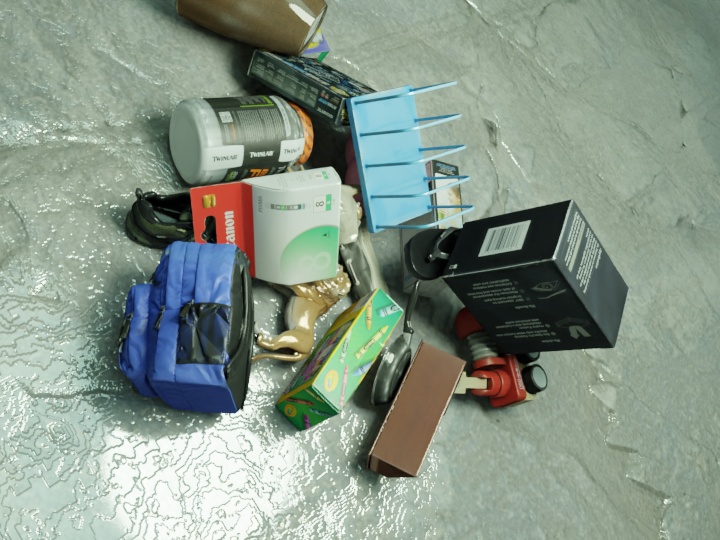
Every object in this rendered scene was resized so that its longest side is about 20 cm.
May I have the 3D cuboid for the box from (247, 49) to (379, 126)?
[{"bbox_3d":[-0.058,-0.293,1.259,0.199,0.047,0.158,33,25,26],"label":"box"}]

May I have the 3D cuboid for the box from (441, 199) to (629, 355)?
[{"bbox_3d":[0.262,0.018,1.165,0.200,0.194,0.119,48,52,-29],"label":"box"}]

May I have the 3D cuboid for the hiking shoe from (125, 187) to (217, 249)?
[{"bbox_3d":[-0.224,-0.059,1.088,0.196,0.101,0.077,12,64,-19],"label":"hiking shoe"}]

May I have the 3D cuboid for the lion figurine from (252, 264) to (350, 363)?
[{"bbox_3d":[-0.089,0.069,1.155,0.121,0.072,0.203,26,63,-19],"label":"lion figurine"}]

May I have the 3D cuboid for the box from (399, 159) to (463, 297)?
[{"bbox_3d":[0.119,-0.071,1.326,0.059,0.116,0.204,11,65,-26],"label":"box"}]

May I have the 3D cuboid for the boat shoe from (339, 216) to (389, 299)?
[{"bbox_3d":[0.000,0.000,1.259,0.067,0.056,0.204,10,62,-70],"label":"boat shoe"}]

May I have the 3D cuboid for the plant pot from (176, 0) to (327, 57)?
[{"bbox_3d":[-0.157,-0.434,1.236,0.198,0.187,0.189,31,54,-4],"label":"plant pot"}]

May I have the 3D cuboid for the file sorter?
[{"bbox_3d":[0.082,-0.171,1.172,0.137,0.121,0.204,-22,108,-40],"label":"file sorter"}]

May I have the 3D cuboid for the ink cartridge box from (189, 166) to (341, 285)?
[{"bbox_3d":[-0.126,-0.050,1.070,0.196,0.163,0.050,-12,42,-18],"label":"ink cartridge box"}]

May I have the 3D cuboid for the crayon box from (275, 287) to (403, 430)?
[{"bbox_3d":[-0.029,0.128,1.132,0.058,0.118,0.201,42,53,-9],"label":"crayon box"}]

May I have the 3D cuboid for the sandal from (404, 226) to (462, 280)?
[{"bbox_3d":[0.148,-0.040,1.230,0.198,0.043,0.077,-17,79,-35],"label":"sandal"}]

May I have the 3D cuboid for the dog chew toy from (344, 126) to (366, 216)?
[{"bbox_3d":[0.027,-0.190,1.320,0.122,0.125,0.203,9,56,-30],"label":"dog chew toy"}]

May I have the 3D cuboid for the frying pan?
[{"bbox_3d":[0.065,0.121,1.195,0.030,0.115,0.192,21,70,19],"label":"frying pan"}]

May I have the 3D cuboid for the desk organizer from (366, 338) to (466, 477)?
[{"bbox_3d":[0.084,0.214,1.167,0.076,0.072,0.202,23,61,11],"label":"desk organizer"}]

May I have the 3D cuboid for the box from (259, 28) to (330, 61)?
[{"bbox_3d":[-0.145,-0.453,1.366,0.116,0.048,0.203,-21,80,-38],"label":"box"}]

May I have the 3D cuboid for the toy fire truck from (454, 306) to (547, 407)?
[{"bbox_3d":[0.187,0.138,1.287,0.198,0.128,0.179,6,65,-42],"label":"toy fire truck"}]

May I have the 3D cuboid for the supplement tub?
[{"bbox_3d":[-0.177,-0.200,1.180,0.197,0.122,0.125,-12,76,-36],"label":"supplement tub"}]

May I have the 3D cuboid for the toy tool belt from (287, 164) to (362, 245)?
[{"bbox_3d":[-0.093,-0.094,1.192,0.124,0.196,0.127,-75,160,-54],"label":"toy tool belt"}]

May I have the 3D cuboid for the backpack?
[{"bbox_3d":[-0.217,0.063,1.007,0.164,0.163,0.204,6,67,-6],"label":"backpack"}]
